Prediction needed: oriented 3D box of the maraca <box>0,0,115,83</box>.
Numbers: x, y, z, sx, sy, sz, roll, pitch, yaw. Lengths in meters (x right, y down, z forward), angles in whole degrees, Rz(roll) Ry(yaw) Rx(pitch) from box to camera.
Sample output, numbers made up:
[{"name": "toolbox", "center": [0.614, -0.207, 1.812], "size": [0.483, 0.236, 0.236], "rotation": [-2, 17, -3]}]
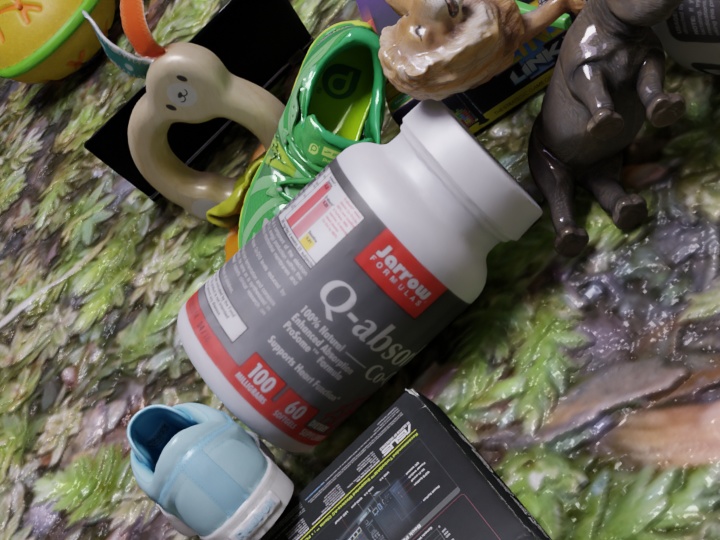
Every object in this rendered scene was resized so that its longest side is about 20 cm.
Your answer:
[{"name": "maraca", "center": [-0.291, -0.267, 1.319], "size": [0.200, 0.107, 0.137], "rotation": [-52, 37, -10]}]

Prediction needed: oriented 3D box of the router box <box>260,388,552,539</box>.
[{"name": "router box", "center": [0.003, 0.176, 0.654], "size": [0.200, 0.062, 0.150], "rotation": [-44, 35, 1]}]

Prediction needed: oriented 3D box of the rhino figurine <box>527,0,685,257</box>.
[{"name": "rhino figurine", "center": [0.137, -0.107, 0.725], "size": [0.059, 0.201, 0.088], "rotation": [-2, 46, -13]}]

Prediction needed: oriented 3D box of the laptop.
[{"name": "laptop", "center": [-0.143, -0.165, 1.075], "size": [0.187, 0.116, 0.200], "rotation": [-44, 37, 0]}]

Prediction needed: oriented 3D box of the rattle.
[{"name": "rattle", "center": [-0.125, -0.080, 0.899], "size": [0.129, 0.200, 0.143], "rotation": [5, 54, 30]}]

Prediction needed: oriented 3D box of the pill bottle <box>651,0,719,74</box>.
[{"name": "pill bottle", "center": [0.226, -0.161, 0.726], "size": [0.199, 0.111, 0.111], "rotation": [16, 67, 49]}]

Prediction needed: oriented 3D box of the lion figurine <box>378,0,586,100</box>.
[{"name": "lion figurine", "center": [0.052, -0.162, 0.781], "size": [0.122, 0.073, 0.200], "rotation": [-28, 26, 0]}]

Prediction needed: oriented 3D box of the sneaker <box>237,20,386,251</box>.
[{"name": "sneaker", "center": [-0.031, -0.067, 0.858], "size": [0.084, 0.074, 0.202], "rotation": [-170, 94, -83]}]

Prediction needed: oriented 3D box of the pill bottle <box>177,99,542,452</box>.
[{"name": "pill bottle", "center": [0.000, 0.000, 0.770], "size": [0.200, 0.116, 0.116], "rotation": [-43, 36, 9]}]

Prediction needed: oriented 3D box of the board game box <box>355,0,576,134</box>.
[{"name": "board game box", "center": [0.100, -0.190, 0.919], "size": [0.199, 0.057, 0.166], "rotation": [-33, 39, 15]}]

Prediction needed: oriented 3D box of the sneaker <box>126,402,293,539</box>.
[{"name": "sneaker", "center": [-0.095, 0.103, 0.755], "size": [0.074, 0.082, 0.200], "rotation": [-45, 10, -17]}]

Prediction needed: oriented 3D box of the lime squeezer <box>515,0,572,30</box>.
[{"name": "lime squeezer", "center": [0.081, -0.197, 0.879], "size": [0.070, 0.038, 0.201], "rotation": [-7, 40, -5]}]
